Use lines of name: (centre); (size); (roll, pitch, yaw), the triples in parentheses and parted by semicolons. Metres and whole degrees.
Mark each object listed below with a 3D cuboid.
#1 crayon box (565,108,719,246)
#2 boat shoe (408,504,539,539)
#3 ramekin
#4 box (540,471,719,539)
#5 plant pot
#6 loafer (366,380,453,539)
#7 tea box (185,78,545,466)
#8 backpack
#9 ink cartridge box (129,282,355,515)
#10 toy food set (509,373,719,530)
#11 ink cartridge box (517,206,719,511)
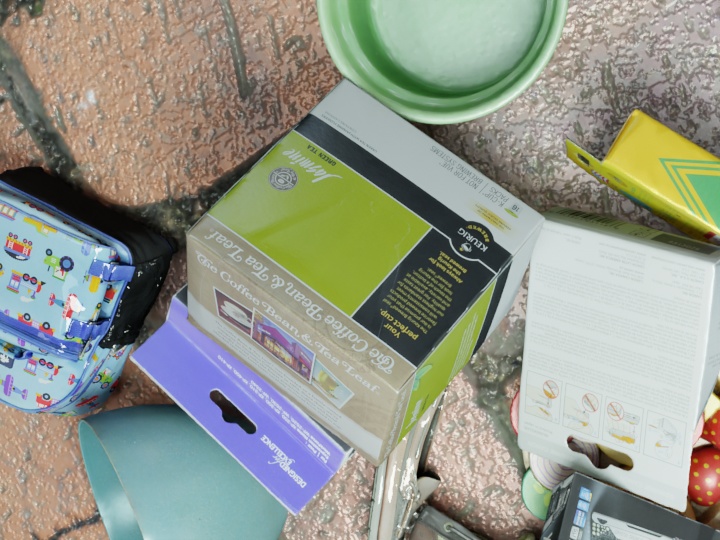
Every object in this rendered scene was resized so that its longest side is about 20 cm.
crayon box: (0.253, -0.061, 1.109); (0.199, 0.127, 0.051); (32, 93, 7)
boat shoe: (0.134, 0.251, 1.202); (0.198, 0.073, 0.065); (19, 88, -4)
ramekin: (0.072, -0.219, 1.152); (0.198, 0.098, 0.202); (2, 97, 13)
box: (0.201, 0.276, 1.093); (0.157, 0.050, 0.201); (23, 63, -6)
plant pot: (-0.140, 0.196, 1.223); (0.134, 0.200, 0.202); (-20, 92, -20)
loafer: (0.044, 0.161, 1.222); (0.062, 0.072, 0.202); (6, 95, 5)
tea box: (0.000, 0.000, 1.109); (0.199, 0.134, 0.197); (36, 61, 15)
backpack: (-0.281, 0.032, 1.252); (0.182, 0.134, 0.201); (28, 105, 10)
ink cartridge box: (-0.054, 0.061, 1.178); (0.198, 0.043, 0.200); (40, 70, 15)
toy food set: (0.223, 0.144, 1.185); (0.198, 0.049, 0.200); (43, 105, 6)
ink cartridge box: (0.204, 0.065, 1.120); (0.161, 0.050, 0.202); (17, 116, 38)
